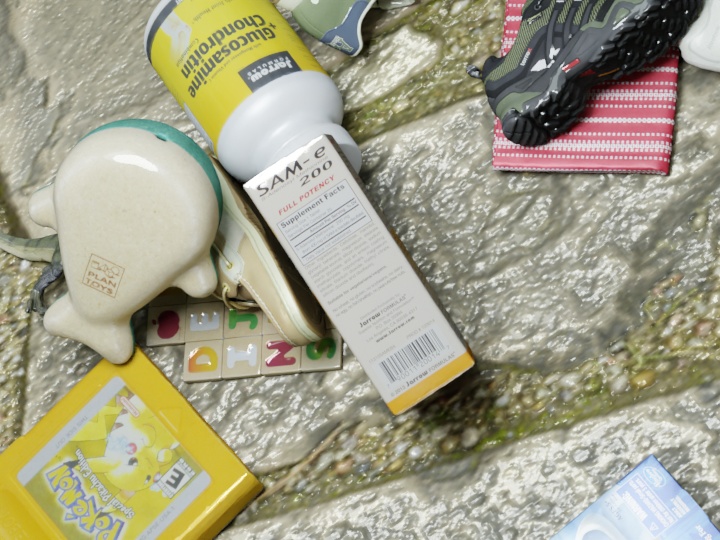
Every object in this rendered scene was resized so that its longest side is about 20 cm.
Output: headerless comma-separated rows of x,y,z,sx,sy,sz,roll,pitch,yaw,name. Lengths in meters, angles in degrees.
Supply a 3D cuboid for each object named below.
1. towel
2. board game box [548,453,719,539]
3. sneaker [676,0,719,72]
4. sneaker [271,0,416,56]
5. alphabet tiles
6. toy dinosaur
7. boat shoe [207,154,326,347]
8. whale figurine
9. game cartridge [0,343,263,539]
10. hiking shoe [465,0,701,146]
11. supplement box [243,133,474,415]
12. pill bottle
0.182,-0.169,1.627,0.144,0.022,0.201,1,70,17,towel
0.192,0.266,1.425,0.199,0.043,0.200,-40,62,0,board game box
0.300,-0.244,1.595,0.081,0.075,0.201,7,70,30,sneaker
0.016,-0.257,1.701,0.090,0.067,0.200,43,63,-7,sneaker
-0.077,0.006,1.647,0.199,0.006,0.167,-6,67,16,alphabet tiles
-0.234,-0.005,1.683,0.199,0.047,0.089,-6,73,29,toy dinosaur
-0.093,-0.004,1.617,0.066,0.074,0.200,-39,50,6,boat shoe
-0.180,-0.027,1.589,0.159,0.200,0.104,23,31,1,whale figurine
-0.201,0.177,1.602,0.200,0.032,0.176,-44,61,-4,game cartridge
0.171,-0.191,1.577,0.200,0.076,0.101,-38,60,10,hiking shoe
0.000,0.000,1.511,0.073,0.126,0.200,-33,91,3,supplement box
-0.083,-0.141,1.652,0.112,0.112,0.200,-37,61,0,pill bottle
